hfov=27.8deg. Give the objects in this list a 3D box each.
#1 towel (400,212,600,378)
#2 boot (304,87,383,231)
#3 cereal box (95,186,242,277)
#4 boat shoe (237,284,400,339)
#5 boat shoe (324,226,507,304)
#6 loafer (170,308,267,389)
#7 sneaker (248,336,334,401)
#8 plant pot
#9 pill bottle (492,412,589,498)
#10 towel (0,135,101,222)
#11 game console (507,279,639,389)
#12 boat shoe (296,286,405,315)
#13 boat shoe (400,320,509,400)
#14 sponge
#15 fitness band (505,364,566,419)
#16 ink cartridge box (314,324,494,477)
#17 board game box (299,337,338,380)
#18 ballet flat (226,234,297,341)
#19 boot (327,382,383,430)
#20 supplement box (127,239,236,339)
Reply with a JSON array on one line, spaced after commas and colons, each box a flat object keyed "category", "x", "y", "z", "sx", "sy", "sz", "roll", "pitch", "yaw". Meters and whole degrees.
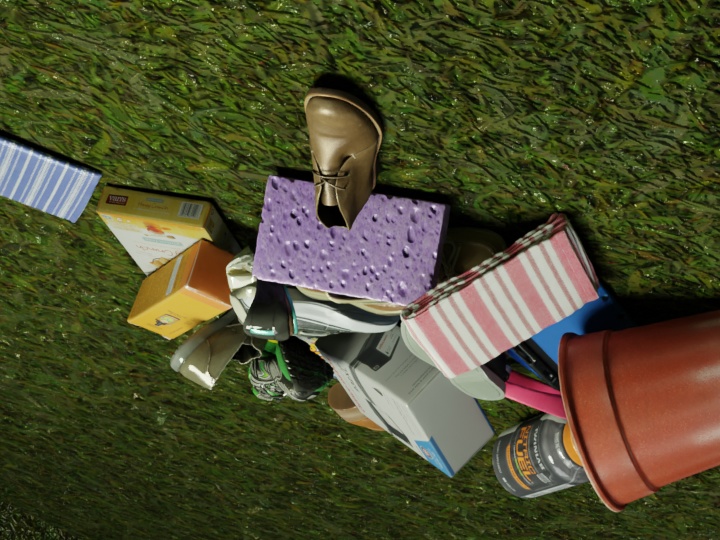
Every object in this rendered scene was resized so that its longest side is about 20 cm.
[{"category": "towel", "x": 0.149, "y": 0.031, "z": 1.522, "sx": 0.199, "sy": 0.030, "sz": 0.147, "roll": -30, "pitch": 141, "yaw": 6}, {"category": "boot", "x": -0.019, "y": -0.105, "z": 1.415, "sx": 0.073, "sy": 0.076, "sz": 0.201, "roll": 12, "pitch": 156, "yaw": 13}, {"category": "cereal box", "x": -0.218, "y": -0.030, "z": 1.761, "sx": 0.142, "sy": 0.040, "sz": 0.200, "roll": 8, "pitch": 156, "yaw": 18}, {"category": "boat shoe", "x": -0.053, "y": 0.045, "z": 1.744, "sx": 0.197, "sy": 0.073, "sz": 0.071, "roll": 11, "pitch": 139, "yaw": -15}, {"category": "boat shoe", "x": 0.060, "y": 0.001, "z": 1.557, "sx": 0.198, "sy": 0.063, "sz": 0.074, "roll": -5, "pitch": 110, "yaw": 18}, {"category": "loafer", "x": -0.141, "y": 0.079, "z": 1.772, "sx": 0.070, "sy": 0.199, "sz": 0.075, "roll": 47, "pitch": 150, "yaw": 8}, {"category": "sneaker", "x": -0.090, "y": 0.130, "z": 1.794, "sx": 0.077, "sy": 0.086, "sz": 0.200, "roll": 28, "pitch": -178, "yaw": -15}, {"category": "plant pot", "x": 0.339, "y": 0.135, "z": 1.560, "sx": 0.193, "sy": 0.203, "sz": 0.201, "roll": -19, "pitch": 144, "yaw": 21}, {"category": "pill bottle", "x": 0.268, "y": 0.244, "z": 1.980, "sx": 0.105, "sy": 0.107, "sz": 0.200, "roll": 22, "pitch": 156, "yaw": -15}, {"category": "towel", "x": -0.412, "y": -0.123, "z": 1.712, "sx": 0.198, "sy": 0.024, "sz": 0.145, "roll": 21, "pitch": 154, "yaw": -15}, {"category": "game console", "x": 0.201, "y": 0.040, "z": 1.672, "sx": 0.170, "sy": 0.119, "sz": 0.200, "roll": 38, "pitch": 177, "yaw": 44}, {"category": "boat shoe", "x": 0.000, "y": 0.000, "z": 1.643, "sx": 0.198, "sy": 0.076, "sz": 0.074, "roll": 3, "pitch": 151, "yaw": 27}, {"category": "boat shoe", "x": 0.107, "y": 0.079, "z": 1.634, "sx": 0.075, "sy": 0.061, "sz": 0.200, "roll": -3, "pitch": 149, "yaw": 28}, {"category": "sponge", "x": -0.011, "y": -0.030, "z": 1.533, "sx": 0.197, "sy": 0.113, "sz": 0.030, "roll": 10, "pitch": -174, "yaw": 15}, {"category": "fitness band", "x": 0.180, "y": 0.133, "z": 1.794, "sx": 0.143, "sy": 0.038, "sz": 0.199, "roll": 22, "pitch": -179, "yaw": -40}, {"category": "ink cartridge box", "x": 0.052, "y": 0.143, "z": 1.787, "sx": 0.199, "sy": 0.084, "sz": 0.146, "roll": 30, "pitch": 159, "yaw": 49}, {"category": "board game box", "x": -0.039, "y": 0.088, "z": 1.919, "sx": 0.134, "sy": 0.035, "sz": 0.199, "roll": -7, "pitch": 148, "yaw": 43}, {"category": "ballet flat", "x": -0.114, "y": 0.011, "z": 1.622, "sx": 0.067, "sy": 0.201, "sz": 0.069, "roll": -8, "pitch": 118, "yaw": -5}, {"category": "boot", "x": 0.068, "y": 0.187, "z": 2.047, "sx": 0.198, "sy": 0.075, "sz": 0.155, "roll": -1, "pitch": 161, "yaw": 25}, {"category": "supplement box", "x": -0.212, "y": 0.027, "z": 1.753, "sx": 0.066, "sy": 0.070, "sz": 0.199, "roll": 24, "pitch": 154, "yaw": -22}]
